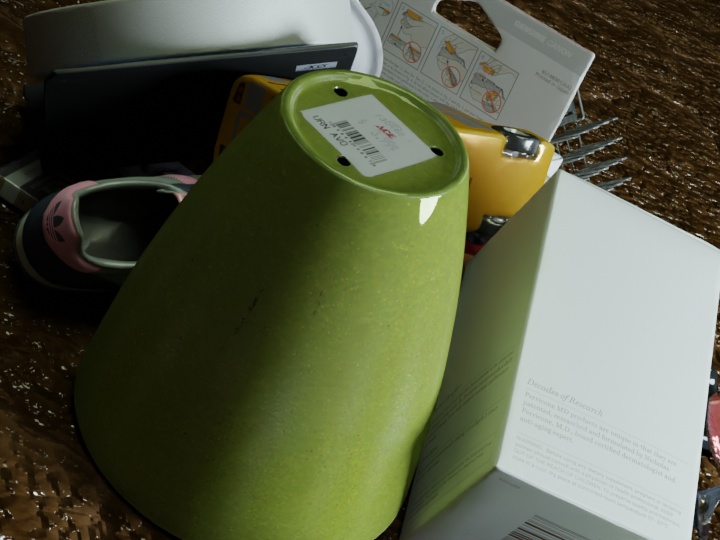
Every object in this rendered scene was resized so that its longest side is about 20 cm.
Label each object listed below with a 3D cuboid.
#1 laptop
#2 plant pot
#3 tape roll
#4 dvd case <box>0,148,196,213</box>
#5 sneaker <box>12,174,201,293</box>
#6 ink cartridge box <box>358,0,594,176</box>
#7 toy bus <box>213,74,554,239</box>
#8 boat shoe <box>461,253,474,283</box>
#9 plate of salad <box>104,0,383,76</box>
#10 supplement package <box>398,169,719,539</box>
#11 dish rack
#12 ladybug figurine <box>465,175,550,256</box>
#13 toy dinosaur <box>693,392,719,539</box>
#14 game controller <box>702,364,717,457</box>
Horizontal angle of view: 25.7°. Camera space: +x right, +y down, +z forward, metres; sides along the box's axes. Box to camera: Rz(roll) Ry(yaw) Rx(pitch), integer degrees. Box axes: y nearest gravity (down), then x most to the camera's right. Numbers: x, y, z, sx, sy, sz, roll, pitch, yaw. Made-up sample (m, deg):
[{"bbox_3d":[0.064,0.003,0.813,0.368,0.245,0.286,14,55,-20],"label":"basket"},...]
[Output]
[{"bbox_3d":[-0.113,-0.122,0.966,0.177,0.104,0.200,-7,32,-14],"label":"laptop"},{"bbox_3d":[-0.026,0.009,0.776,0.187,0.200,0.187,16,39,-13],"label":"plant pot"},{"bbox_3d":[-0.104,-0.146,0.964,0.202,0.037,0.203,-6,7,1],"label":"tape roll"},{"bbox_3d":[-0.116,-0.024,0.995,0.200,0.016,0.149,33,26,5],"label":"dvd case"},{"bbox_3d":[-0.089,-0.022,0.890,0.199,0.082,0.070,-8,83,-26],"label":"sneaker"},{"bbox_3d":[0.062,-0.129,1.167,0.200,0.177,0.045,35,22,22],"label":"ink cartridge box"},{"bbox_3d":[0.019,-0.065,0.920,0.200,0.065,0.078,3,20,-41],"label":"toy bus"},{"bbox_3d":[0.000,0.000,0.997,0.200,0.071,0.070,23,-8,-12],"label":"boat shoe"},{"bbox_3d":[-0.080,-0.172,1.110,0.200,0.200,0.048,22,58,-17],"label":"plate of salad"},{"bbox_3d":[0.114,0.068,0.873,0.117,0.117,0.200,25,54,-12],"label":"supplement package"},{"bbox_3d":[0.173,-0.069,1.223,0.153,0.054,0.201,-27,104,-64],"label":"dish rack"},{"bbox_3d":[0.060,-0.038,1.080,0.200,0.136,0.072,16,48,45],"label":"ladybug figurine"},{"bbox_3d":[0.293,0.171,0.941,0.181,0.200,0.105,-2,45,3],"label":"toy dinosaur"},{"bbox_3d":[0.176,0.072,1.123,0.200,0.042,0.105,20,42,-20],"label":"game controller"}]
